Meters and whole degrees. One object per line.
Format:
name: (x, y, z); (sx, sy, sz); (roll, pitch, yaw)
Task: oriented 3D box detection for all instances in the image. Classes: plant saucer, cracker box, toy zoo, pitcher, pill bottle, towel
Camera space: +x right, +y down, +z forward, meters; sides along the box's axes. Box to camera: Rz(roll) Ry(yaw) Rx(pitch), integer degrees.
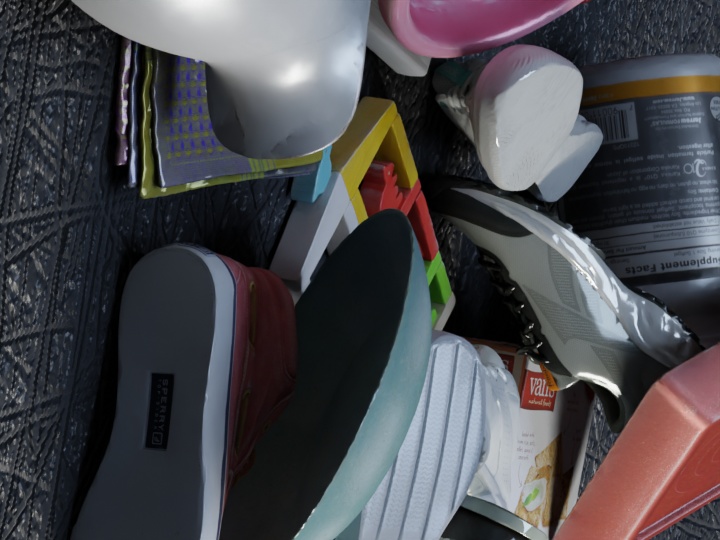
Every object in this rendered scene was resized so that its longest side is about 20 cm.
plant saucer: (0.088, -0.193, 1.384); (0.200, 0.051, 0.201); (-30, 157, -14)
plant saucer: (0.225, 0.090, 1.631); (0.200, 0.037, 0.200); (-27, 157, -32)
cracker box: (0.085, 0.145, 1.653); (0.134, 0.058, 0.200); (11, 88, -66)
plant saucer: (-0.011, 0.068, 1.293); (0.201, 0.039, 0.201); (-56, -164, 26)
toy zoo: (0.000, 0.000, 1.459); (0.131, 0.020, 0.200); (-62, 150, -33)
pitcher: (-0.059, -0.165, 1.148); (0.200, 0.121, 0.172); (46, 52, -55)
pill bottle: (0.180, -0.028, 1.667); (0.116, 0.116, 0.200); (-3, 86, -65)
towel: (-0.055, -0.135, 1.260); (0.144, 0.023, 0.200); (-6, 105, -52)

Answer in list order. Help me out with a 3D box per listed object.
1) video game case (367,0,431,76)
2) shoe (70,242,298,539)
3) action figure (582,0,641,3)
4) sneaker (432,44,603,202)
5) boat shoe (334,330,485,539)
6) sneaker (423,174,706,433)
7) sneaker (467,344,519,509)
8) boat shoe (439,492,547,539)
video game case: (0.013, -0.217, 1.402); (0.200, 0.023, 0.182); (34, 69, -62)
shoe: (-0.077, 0.090, 1.270); (0.091, 0.071, 0.200); (14, 83, -62)
action figure: (0.141, -0.238, 1.578); (0.065, 0.099, 0.200); (-37, 136, -36)
sneaker: (0.075, -0.092, 1.501); (0.075, 0.088, 0.200); (-51, 165, -2)
boat shoe: (0.002, 0.122, 1.360); (0.072, 0.071, 0.200); (17, 92, -37)
sneaker: (0.111, 0.018, 1.556); (0.079, 0.200, 0.074); (-50, -164, -2)
sneaker: (0.048, 0.074, 1.496); (0.200, 0.078, 0.099); (78, 25, -59)
boat shoe: (0.036, 0.157, 1.437); (0.061, 0.072, 0.201); (-63, -166, -17)
